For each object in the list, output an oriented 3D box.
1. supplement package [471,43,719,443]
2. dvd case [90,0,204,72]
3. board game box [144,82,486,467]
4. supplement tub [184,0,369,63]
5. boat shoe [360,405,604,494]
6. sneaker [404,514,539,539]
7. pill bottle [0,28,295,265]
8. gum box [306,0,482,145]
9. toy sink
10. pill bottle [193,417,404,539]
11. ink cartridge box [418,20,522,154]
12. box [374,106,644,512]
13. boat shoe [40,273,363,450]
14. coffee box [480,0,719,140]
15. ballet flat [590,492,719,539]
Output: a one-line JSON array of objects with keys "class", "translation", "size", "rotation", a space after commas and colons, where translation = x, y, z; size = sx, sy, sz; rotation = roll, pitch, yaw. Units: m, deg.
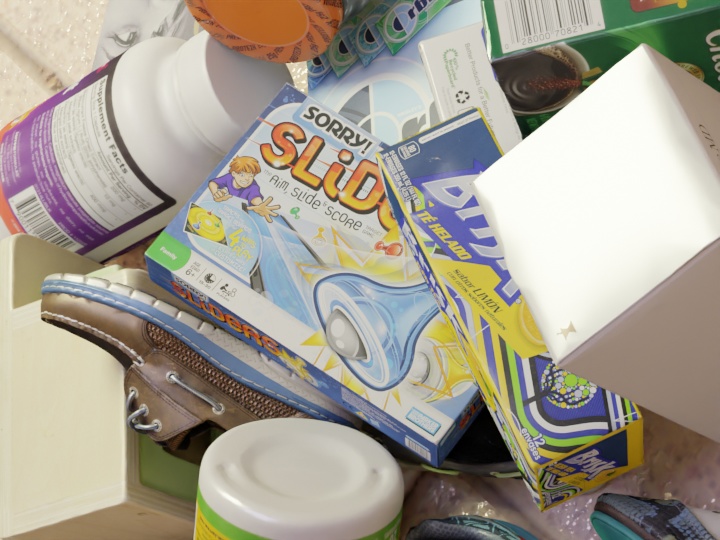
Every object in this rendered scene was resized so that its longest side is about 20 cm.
[{"class": "supplement package", "translation": [0.173, -0.005, 1.325], "size": [0.120, 0.200, 0.122], "rotation": [-39, 54, 22]}, {"class": "dvd case", "translation": [-0.111, -0.186, 1.750], "size": [0.148, 0.016, 0.201], "rotation": [2, 75, 39]}, {"class": "board game box", "translation": [0.000, 0.000, 1.454], "size": [0.200, 0.034, 0.136], "rotation": [32, 69, 17]}, {"class": "supplement tub", "translation": [-0.031, -0.232, 1.597], "size": [0.122, 0.123, 0.201], "rotation": [-5, 51, 38]}, {"class": "boat shoe", "translation": [0.052, 0.080, 1.485], "size": [0.201, 0.060, 0.072], "rotation": [10, 81, 41]}, {"class": "sneaker", "translation": [0.094, 0.191, 1.386], "size": [0.200, 0.095, 0.080], "rotation": [27, 92, 42]}, {"class": "pill bottle", "translation": [-0.138, -0.079, 1.657], "size": [0.200, 0.111, 0.112], "rotation": [-26, 58, 36]}, {"class": "gum box", "translation": [0.048, -0.078, 1.560], "size": [0.169, 0.044, 0.201], "rotation": [-18, 62, 34]}, {"class": "toy sink", "translation": [-0.136, 0.071, 1.598], "size": [0.112, 0.130, 0.201], "rotation": [-19, 61, 33]}, {"class": "pill bottle", "translation": [-0.040, 0.192, 1.442], "size": [0.111, 0.111, 0.201], "rotation": [33, 127, 42]}, {"class": "ink cartridge box", "translation": [0.139, -0.113, 1.475], "size": [0.199, 0.037, 0.095], "rotation": [-19, 64, 8]}, {"class": "box", "translation": [0.078, 0.019, 1.379], "size": [0.064, 0.070, 0.201], "rotation": [-25, 65, -4]}, {"class": "boat shoe", "translation": [-0.098, 0.065, 1.483], "size": [0.199, 0.072, 0.073], "rotation": [23, 82, 8]}, {"class": "coffee box", "translation": [0.172, -0.121, 1.382], "size": [0.199, 0.123, 0.044], "rotation": [-13, 63, 9]}, {"class": "ballet flat", "translation": [0.201, 0.164, 1.340], "size": [0.074, 0.074, 0.200], "rotation": [-55, 51, 9]}]
